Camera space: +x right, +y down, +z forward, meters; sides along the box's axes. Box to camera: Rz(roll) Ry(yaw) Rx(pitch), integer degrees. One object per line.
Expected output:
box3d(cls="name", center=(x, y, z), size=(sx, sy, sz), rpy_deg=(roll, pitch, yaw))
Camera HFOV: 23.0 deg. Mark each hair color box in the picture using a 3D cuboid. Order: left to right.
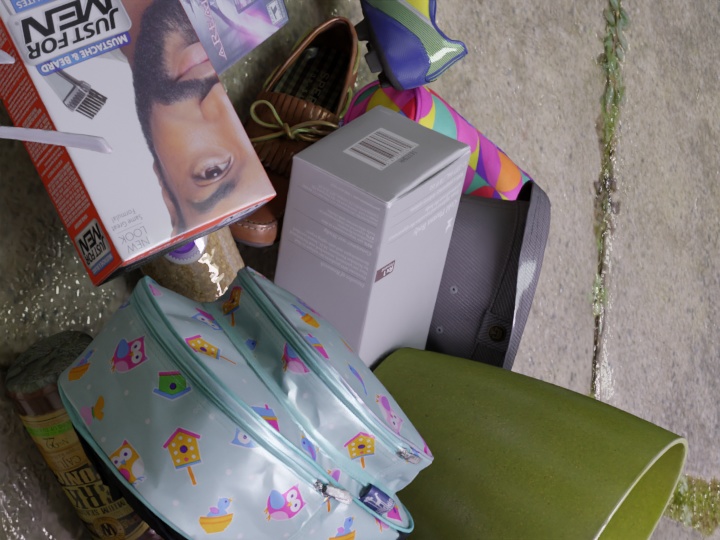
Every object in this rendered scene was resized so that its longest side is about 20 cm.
box3d(cls="hair color box", center=(-0.147, -0.106, 1.047), size=(0.111, 0.064, 0.201), rpy_deg=(-26, 88, -29))

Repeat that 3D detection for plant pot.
box3d(cls="plant pot", center=(0.089, 0.143, 1.208), size=(0.187, 0.200, 0.187), rpy_deg=(-46, 156, -28))

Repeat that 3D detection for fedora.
box3d(cls="fedora", center=(0.076, 0.021, 1.331), size=(0.177, 0.090, 0.201), rpy_deg=(-79, -176, -57))

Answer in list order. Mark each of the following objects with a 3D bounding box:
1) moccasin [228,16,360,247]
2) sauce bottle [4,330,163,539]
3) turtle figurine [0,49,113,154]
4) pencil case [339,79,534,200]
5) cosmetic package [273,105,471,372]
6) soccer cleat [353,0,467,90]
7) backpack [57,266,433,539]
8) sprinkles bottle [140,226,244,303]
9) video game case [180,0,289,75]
box3d(cls="moccasin", center=(-0.046, -0.099, 1.235), size=(0.202, 0.073, 0.078), rpy_deg=(-58, 172, -37))
box3d(cls="sauce bottle", center=(-0.150, 0.133, 1.103), size=(0.065, 0.065, 0.201), rpy_deg=(-51, 124, -42))
box3d(cls="turtle figurine", center=(-0.268, -0.094, 0.911), size=(0.194, 0.200, 0.144), rpy_deg=(39, 23, -39))
box3d(cls="pencil case", center=(0.061, -0.078, 1.380), size=(0.200, 0.088, 0.089), rpy_deg=(30, 64, -48))
box3d(cls="cosmetic package", center=(0.000, 0.000, 1.223), size=(0.107, 0.090, 0.201), rpy_deg=(-37, 144, -44))
box3d(cls="soccer cleat", center=(0.026, -0.228, 1.315), size=(0.065, 0.083, 0.201), rpy_deg=(46, 26, -67))
box3d(cls="backpack", center=(-0.069, 0.090, 1.014), size=(0.153, 0.176, 0.200), rpy_deg=(-50, 139, 10))
box3d(cls="sprinkles bottle", center=(-0.122, -0.031, 1.152), size=(0.068, 0.068, 0.201), rpy_deg=(-46, 122, -44))
box3d(cls="video game case", center=(-0.105, -0.210, 1.183), size=(0.200, 0.019, 0.143), rpy_deg=(-55, 130, -64))
